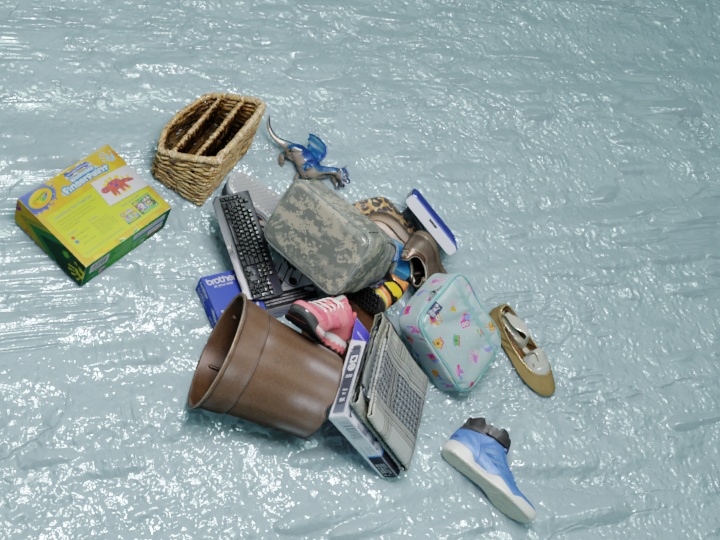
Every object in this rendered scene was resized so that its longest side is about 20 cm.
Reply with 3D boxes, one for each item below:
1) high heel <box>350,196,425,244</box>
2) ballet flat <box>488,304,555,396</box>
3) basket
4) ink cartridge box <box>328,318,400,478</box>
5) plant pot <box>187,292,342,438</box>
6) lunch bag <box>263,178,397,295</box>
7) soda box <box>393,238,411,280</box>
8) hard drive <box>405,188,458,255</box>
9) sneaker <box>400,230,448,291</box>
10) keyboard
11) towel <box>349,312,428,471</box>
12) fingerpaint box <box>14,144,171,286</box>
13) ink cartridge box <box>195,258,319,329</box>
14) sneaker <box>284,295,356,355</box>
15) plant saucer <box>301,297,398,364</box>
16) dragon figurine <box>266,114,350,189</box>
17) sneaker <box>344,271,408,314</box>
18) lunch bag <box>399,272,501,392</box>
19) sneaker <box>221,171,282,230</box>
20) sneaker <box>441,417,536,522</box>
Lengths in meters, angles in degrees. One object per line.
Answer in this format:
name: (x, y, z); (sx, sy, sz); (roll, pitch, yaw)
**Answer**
high heel: (0.056, -0.069, 1.842); (0.199, 0.071, 0.143); (2, 53, -34)
ballet flat: (0.317, 0.152, 1.832); (0.068, 0.063, 0.200); (-28, 75, -35)
basket: (-0.288, -0.251, 1.753); (0.142, 0.149, 0.200); (34, 53, -2)
ink cartridge box: (0.029, 0.214, 1.602); (0.198, 0.043, 0.201); (54, 39, -39)
plant pot: (-0.147, 0.166, 1.537); (0.197, 0.200, 0.201); (25, 52, -17)
lunch bag: (-0.041, -0.056, 1.642); (0.200, 0.140, 0.168); (39, 19, 17)
soda box: (0.005, -0.043, 1.807); (0.199, 0.068, 0.064); (29, 52, -5)
hard drive: (0.138, -0.097, 1.833); (0.132, 0.025, 0.200); (50, 8, -4)
sneaker: (0.128, 0.023, 1.785); (0.076, 0.070, 0.201); (-45, 120, -30)
keyboard: (-0.177, -0.048, 1.677); (0.126, 0.021, 0.201); (-14, 78, -31)
towel: (0.057, 0.200, 1.575); (0.200, 0.034, 0.193); (55, 39, -38)
fingerpaint box: (-0.457, -0.097, 1.624); (0.167, 0.073, 0.200); (43, 52, 4)
ink cartridge box: (-0.182, 0.040, 1.683); (0.199, 0.044, 0.094); (-15, 65, -31)
sneaker: (-0.060, 0.071, 1.564); (0.073, 0.200, 0.087); (29, 83, 23)
plant saucer: (-0.008, 0.129, 1.714); (0.199, 0.037, 0.201); (12, 55, -18)
dragon figurine: (-0.105, -0.229, 1.879); (0.099, 0.059, 0.200); (-31, 77, -36)
sneaker: (0.000, 0.000, 1.755); (0.090, 0.070, 0.200); (-31, 55, -32)
lunch bag: (0.167, 0.107, 1.724); (0.160, 0.077, 0.201); (-45, 117, -28)
sneaker: (-0.171, -0.100, 1.759); (0.200, 0.079, 0.079); (39, 54, -7)
sneaker: (0.249, 0.343, 1.671); (0.200, 0.077, 0.111); (40, 61, 11)
